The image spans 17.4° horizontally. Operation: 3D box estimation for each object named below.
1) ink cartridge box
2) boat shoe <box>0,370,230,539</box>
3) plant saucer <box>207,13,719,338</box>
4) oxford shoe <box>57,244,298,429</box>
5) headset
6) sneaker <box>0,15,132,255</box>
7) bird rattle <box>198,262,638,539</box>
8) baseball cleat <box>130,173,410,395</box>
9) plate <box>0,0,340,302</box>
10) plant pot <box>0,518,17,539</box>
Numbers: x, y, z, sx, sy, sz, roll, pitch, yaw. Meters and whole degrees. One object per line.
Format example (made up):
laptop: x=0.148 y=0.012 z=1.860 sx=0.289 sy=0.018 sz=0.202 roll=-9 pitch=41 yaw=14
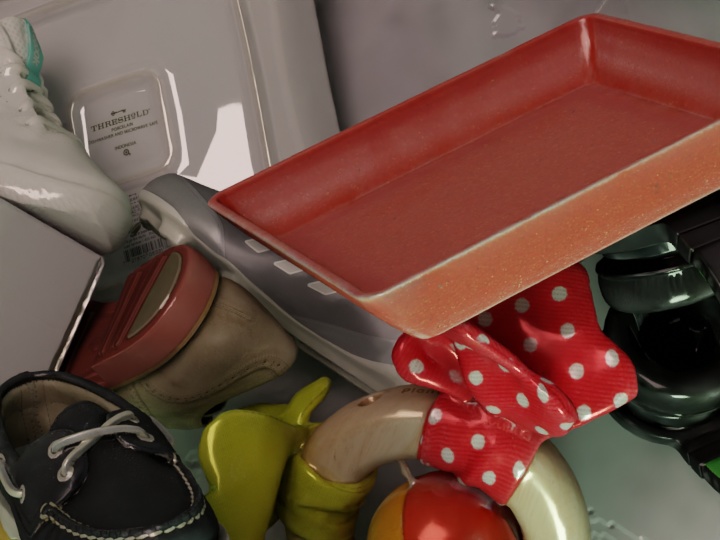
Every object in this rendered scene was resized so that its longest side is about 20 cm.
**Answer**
ink cartridge box: x=-0.230 y=-0.004 z=1.069 sx=0.200 sy=0.144 sz=0.084 roll=5 pitch=68 yaw=56
boat shoe: x=-0.107 y=0.080 z=0.917 sx=0.200 sy=0.075 sz=0.061 roll=10 pitch=113 yaw=63
plant saucer: x=0.058 y=-0.039 z=0.951 sx=0.199 sy=0.037 sz=0.200 roll=-27 pitch=19 yaw=-14
oxford shoe: x=-0.101 y=0.053 z=1.051 sx=0.200 sy=0.075 sz=0.071 roll=-25 pitch=37 yaw=56
headset: x=0.139 y=0.006 z=0.968 sx=0.094 sy=0.124 sz=0.200 roll=-21 pitch=41 yaw=-14
sneaker: x=-0.166 y=-0.073 z=1.084 sx=0.200 sy=0.075 sz=0.089 roll=25 pitch=80 yaw=41
bird rattle: x=0.030 y=0.089 z=0.971 sx=0.200 sy=0.163 sz=0.113 roll=-23 pitch=18 yaw=16
baseball cleat: x=0.000 y=0.000 z=1.045 sx=0.200 sy=0.070 sz=0.107 roll=37 pitch=79 yaw=9
plate: x=-0.108 y=-0.063 z=1.124 sx=0.199 sy=0.032 sz=0.201 roll=-16 pitch=76 yaw=18
plant pot: x=-0.210 y=0.185 z=1.009 sx=0.188 sy=0.201 sz=0.201 roll=-11 pitch=64 yaw=4
